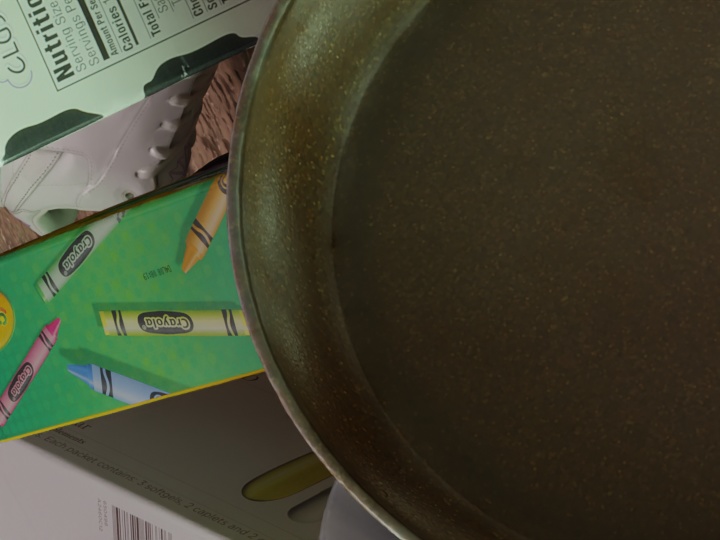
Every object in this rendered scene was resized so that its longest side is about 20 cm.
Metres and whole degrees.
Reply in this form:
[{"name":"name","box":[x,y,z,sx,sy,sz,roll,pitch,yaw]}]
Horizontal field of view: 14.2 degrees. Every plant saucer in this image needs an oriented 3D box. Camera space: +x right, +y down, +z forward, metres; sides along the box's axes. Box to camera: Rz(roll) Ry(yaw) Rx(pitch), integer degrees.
[{"name":"plant saucer","box":[0.072,-0.015,0.605,0.201,0.200,0.032,55,171,21]}]

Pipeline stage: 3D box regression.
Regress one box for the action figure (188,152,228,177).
[{"name":"action figure","box":[0.000,0.000,1.010,0.200,0.069,0.131,7,109,62]}]

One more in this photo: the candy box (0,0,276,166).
[{"name":"candy box","box":[-0.048,-0.094,0.802,0.072,0.199,0.168,65,162,-7]}]

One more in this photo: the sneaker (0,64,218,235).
[{"name":"sneaker","box":[-0.077,-0.075,1.053,0.200,0.075,0.100,-27,108,43]}]

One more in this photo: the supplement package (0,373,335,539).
[{"name":"supplement package","box":[-0.042,0.137,1.114,0.199,0.111,0.157,20,120,42]}]

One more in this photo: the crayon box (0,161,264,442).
[{"name":"crayon box","box":[-0.028,-0.007,0.892,0.199,0.118,0.059,-17,96,49]}]

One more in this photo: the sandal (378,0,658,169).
[{"name":"sandal","box":[0.057,0.030,0.660,0.200,0.082,0.055,55,-179,1]}]

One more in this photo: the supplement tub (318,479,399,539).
[{"name":"supplement tub","box":[0.079,0.105,0.858,0.200,0.122,0.123,23,137,61]}]
